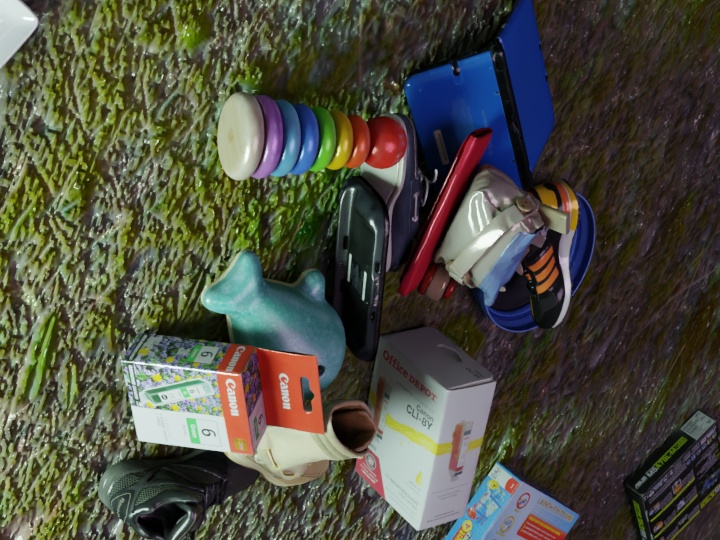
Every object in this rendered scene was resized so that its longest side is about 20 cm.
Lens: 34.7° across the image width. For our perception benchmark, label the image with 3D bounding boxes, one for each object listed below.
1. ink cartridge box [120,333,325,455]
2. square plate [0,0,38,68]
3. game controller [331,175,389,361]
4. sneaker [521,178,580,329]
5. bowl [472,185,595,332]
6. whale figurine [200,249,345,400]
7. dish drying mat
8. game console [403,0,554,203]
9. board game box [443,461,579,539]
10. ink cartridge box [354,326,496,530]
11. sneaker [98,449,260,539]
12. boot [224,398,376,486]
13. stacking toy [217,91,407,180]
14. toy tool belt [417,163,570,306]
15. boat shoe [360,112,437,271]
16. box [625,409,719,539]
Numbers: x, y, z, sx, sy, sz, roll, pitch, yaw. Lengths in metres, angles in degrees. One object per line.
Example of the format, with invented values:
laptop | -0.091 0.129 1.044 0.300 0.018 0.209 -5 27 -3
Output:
ink cartridge box | -0.140 0.131 1.186 0.051 0.197 0.110 -64 155 -53
square plate | -0.385 -0.189 0.902 0.201 0.028 0.198 -50 135 -6
game controller | 0.000 0.000 1.283 0.042 0.104 0.203 -12 123 -29
sneaker | 0.214 -0.016 1.436 0.089 0.070 0.203 -9 121 -19
bowl | 0.225 -0.017 1.510 0.199 0.039 0.203 -20 125 -31
whale figurine | -0.088 0.066 1.246 0.159 0.103 0.201 -45 137 -9
dish drying mat | 0.094 -0.068 1.308 0.202 0.018 0.077 -66 166 21
game console | 0.145 -0.196 1.353 0.168 0.119 0.202 -16 130 6
board game box | 0.216 0.410 1.741 0.197 0.056 0.199 -55 136 -1
ink cartridge box | 0.077 0.193 1.433 0.082 0.145 0.203 -7 118 -35
sneaker | -0.179 0.253 1.276 0.197 0.114 0.077 -1 117 -42
boot | -0.046 0.195 1.313 0.200 0.153 0.074 38 47 -54
stacking toy | -0.040 -0.130 1.164 0.197 0.085 0.087 1 115 -29
toy tool belt | 0.154 -0.017 1.337 0.201 0.122 0.125 -64 179 42
boat shoe | 0.043 -0.087 1.290 0.061 0.075 0.203 -18 126 -29
box | 0.555 0.373 2.014 0.199 0.047 0.194 -40 136 -16
